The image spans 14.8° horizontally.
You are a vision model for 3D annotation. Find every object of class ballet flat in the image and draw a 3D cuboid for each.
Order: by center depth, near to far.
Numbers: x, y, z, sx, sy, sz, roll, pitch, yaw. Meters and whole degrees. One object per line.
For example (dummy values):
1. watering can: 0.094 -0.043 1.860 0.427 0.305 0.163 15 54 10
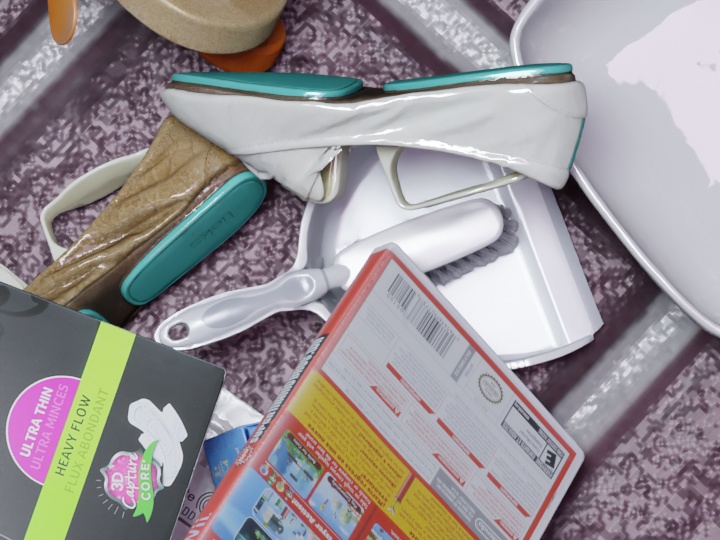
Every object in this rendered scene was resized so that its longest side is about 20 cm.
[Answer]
1. ballet flat: 0.004 -0.059 1.254 0.199 0.069 0.070 0 83 16
2. ballet flat: -0.133 0.003 1.297 0.072 0.068 0.200 41 85 25

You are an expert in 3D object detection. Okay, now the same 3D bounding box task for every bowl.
1. bowl: 0.188 -0.082 1.292 0.200 0.075 0.200 -35 84 -4

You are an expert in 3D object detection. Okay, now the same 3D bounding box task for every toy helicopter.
1. toy helicopter: -0.117 -0.171 1.292 0.132 0.079 0.200 -18 58 -43

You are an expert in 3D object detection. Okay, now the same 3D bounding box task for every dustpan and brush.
1. dustpan and brush: 0.000 0.000 1.291 0.199 0.057 0.140 -21 84 -1

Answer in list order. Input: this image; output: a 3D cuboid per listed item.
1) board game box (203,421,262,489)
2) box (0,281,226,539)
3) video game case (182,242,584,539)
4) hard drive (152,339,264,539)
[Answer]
1. board game box: 0.021 0.157 1.242 0.151 0.037 0.201 -9 80 -42
2. box: -0.163 0.118 1.167 0.148 0.124 0.201 21 72 -9
3. video game case: 0.012 0.104 1.215 0.143 0.017 0.200 48 51 -18
4. hard drive: -0.096 0.152 1.288 0.140 0.038 0.200 35 84 4
